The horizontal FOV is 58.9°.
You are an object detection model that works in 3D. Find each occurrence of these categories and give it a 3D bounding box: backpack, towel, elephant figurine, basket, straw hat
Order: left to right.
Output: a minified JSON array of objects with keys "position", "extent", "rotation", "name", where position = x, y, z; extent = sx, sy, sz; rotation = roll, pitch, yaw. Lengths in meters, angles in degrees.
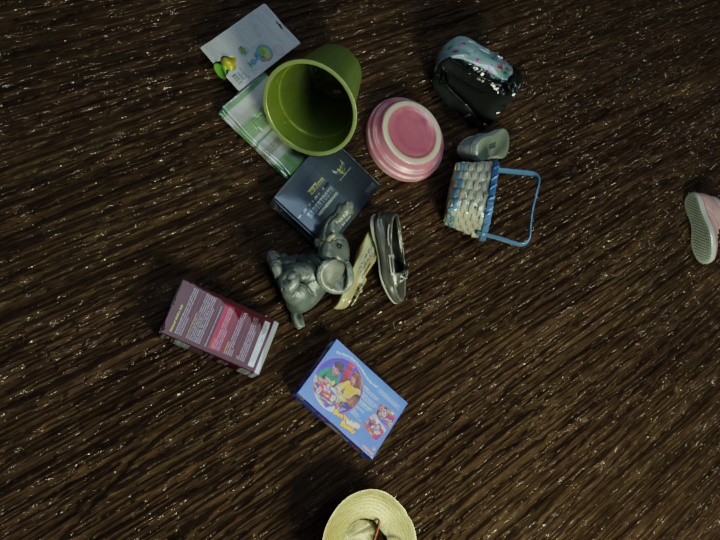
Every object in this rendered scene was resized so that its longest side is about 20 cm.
[{"position":[-0.182,-0.312,1.352],"extent":[0.200,0.031,0.150],"rotation":[43,66,-8],"name":"towel"},{"position":[-0.073,-0.012,1.249],"extent":[0.197,0.156,0.143],"rotation":[-26,65,-9],"name":"elephant figurine"},{"position":[0.002,0.507,1.192],"extent":[0.197,0.085,0.206],"rotation":[4,80,-25],"name":"straw hat"},{"position":[0.265,-0.455,1.517],"extent":[0.197,0.167,0.128],"rotation":[26,49,-11],"name":"backpack"},{"position":[0.295,-0.157,1.432],"extent":[0.196,0.140,0.179],"rotation":[12,70,12],"name":"basket"}]

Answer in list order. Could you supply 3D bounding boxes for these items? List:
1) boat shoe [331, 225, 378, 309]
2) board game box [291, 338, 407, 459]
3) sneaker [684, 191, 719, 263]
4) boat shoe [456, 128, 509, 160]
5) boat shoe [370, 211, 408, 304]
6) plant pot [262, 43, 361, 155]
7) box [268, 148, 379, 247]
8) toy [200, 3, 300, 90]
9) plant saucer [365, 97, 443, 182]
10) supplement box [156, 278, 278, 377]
[{"position":[0.000,0.000,1.324],"extent":[0.062,0.073,0.202],"rotation":[34,63,-18],"name":"boat shoe"},{"position":[-0.020,0.255,1.267],"extent":[0.200,0.045,0.135],"rotation":[43,65,-8],"name":"board game box"},{"position":[0.965,-0.117,1.752],"extent":[0.102,0.075,0.204],"rotation":[2,72,-16],"name":"sneaker"},{"position":[0.292,-0.299,1.514],"extent":[0.200,0.070,0.072],"rotation":[-23,117,-51],"name":"boat shoe"},{"position":[0.070,-0.025,1.330],"extent":[0.067,0.056,0.204],"rotation":[-39,118,-54],"name":"boat shoe"},{"position":[-0.078,-0.375,1.325],"extent":[0.199,0.200,0.191],"rotation":[35,41,-11],"name":"plant pot"},{"position":[-0.074,-0.160,1.346],"extent":[0.157,0.051,0.201],"rotation":[42,66,-7],"name":"box"},{"position":[-0.235,-0.469,1.358],"extent":[0.115,0.047,0.200],"rotation":[46,58,-6],"name":"toy"},{"position":[0.109,-0.307,1.459],"extent":[0.197,0.051,0.205],"rotation":[6,74,-20],"name":"plant saucer"},{"position":[-0.265,0.111,1.193],"extent":[0.198,0.061,0.110],"rotation":[27,67,-15],"name":"supplement box"}]
